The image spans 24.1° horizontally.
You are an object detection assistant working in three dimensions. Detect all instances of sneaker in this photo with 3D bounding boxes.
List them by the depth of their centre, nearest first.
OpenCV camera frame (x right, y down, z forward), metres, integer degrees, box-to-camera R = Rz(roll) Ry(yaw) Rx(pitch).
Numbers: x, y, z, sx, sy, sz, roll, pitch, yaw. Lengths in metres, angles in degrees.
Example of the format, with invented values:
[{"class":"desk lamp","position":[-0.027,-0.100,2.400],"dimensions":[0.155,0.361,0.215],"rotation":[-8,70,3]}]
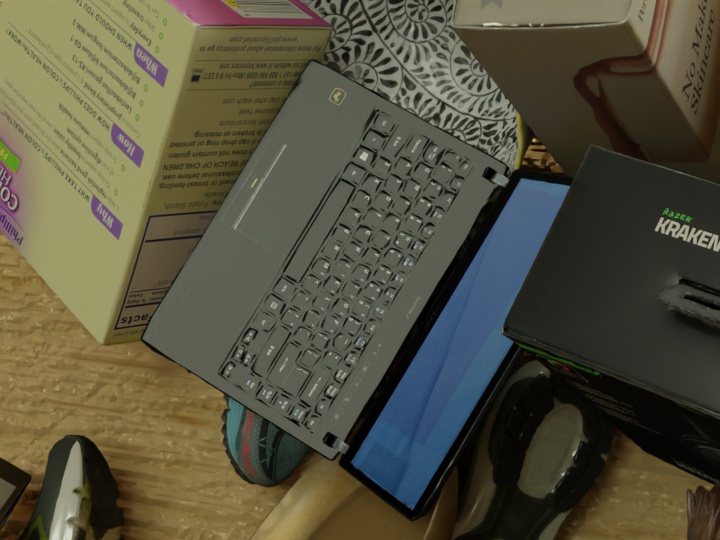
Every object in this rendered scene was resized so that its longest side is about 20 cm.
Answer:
[{"class":"sneaker","position":[0.052,0.128,0.849],"dimensions":[0.200,0.077,0.089],"rotation":[-57,23,-2]},{"class":"sneaker","position":[0.004,0.040,0.893],"dimensions":[0.095,0.079,0.200],"rotation":[36,97,26]},{"class":"sneaker","position":[-0.188,0.186,0.930],"dimensions":[0.084,0.074,0.201],"rotation":[3,70,14]}]

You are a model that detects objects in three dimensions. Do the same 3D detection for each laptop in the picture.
[{"class":"laptop","position":[0.000,0.000,0.818],"dimensions":[0.200,0.103,0.178],"rotation":[31,86,18]}]

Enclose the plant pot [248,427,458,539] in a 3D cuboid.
[{"class":"plant pot","position":[-0.018,0.154,0.807],"dimensions":[0.200,0.027,0.200],"rotation":[-45,18,19]}]

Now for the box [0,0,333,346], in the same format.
[{"class":"box","position":[-0.129,-0.091,0.963],"dimensions":[0.176,0.097,0.200],"rotation":[42,123,36]}]

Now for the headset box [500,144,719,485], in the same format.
[{"class":"headset box","position":[0.180,0.041,0.718],"dimensions":[0.174,0.200,0.093],"rotation":[22,80,34]}]

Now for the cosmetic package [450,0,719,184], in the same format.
[{"class":"cosmetic package","position":[0.127,-0.113,0.814],"dimensions":[0.087,0.200,0.104],"rotation":[4,72,29]}]

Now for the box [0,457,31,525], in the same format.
[{"class":"box","position":[-0.254,0.204,0.939],"dimensions":[0.032,0.121,0.200],"rotation":[30,92,-5]}]

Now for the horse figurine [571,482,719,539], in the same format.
[{"class":"horse figurine","position":[0.097,0.180,0.766],"dimensions":[0.200,0.133,0.050],"rotation":[-31,43,-1]}]

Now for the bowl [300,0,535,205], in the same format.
[{"class":"bowl","position":[0.045,-0.142,0.908],"dimensions":[0.094,0.201,0.201],"rotation":[-37,51,-23]}]
